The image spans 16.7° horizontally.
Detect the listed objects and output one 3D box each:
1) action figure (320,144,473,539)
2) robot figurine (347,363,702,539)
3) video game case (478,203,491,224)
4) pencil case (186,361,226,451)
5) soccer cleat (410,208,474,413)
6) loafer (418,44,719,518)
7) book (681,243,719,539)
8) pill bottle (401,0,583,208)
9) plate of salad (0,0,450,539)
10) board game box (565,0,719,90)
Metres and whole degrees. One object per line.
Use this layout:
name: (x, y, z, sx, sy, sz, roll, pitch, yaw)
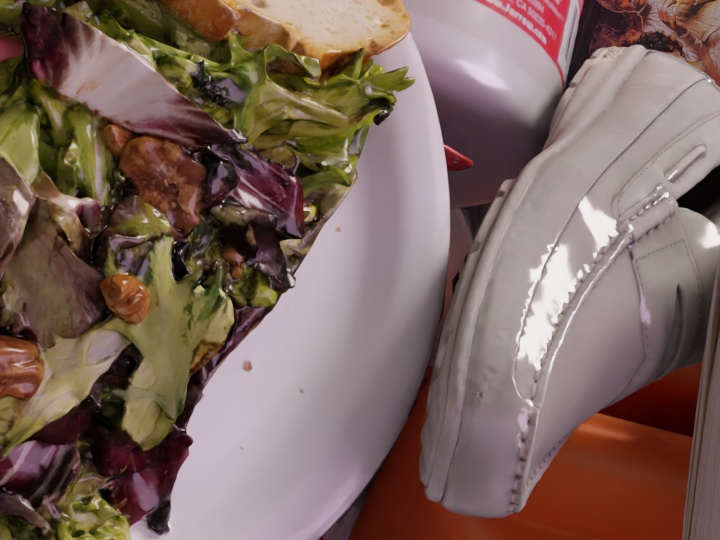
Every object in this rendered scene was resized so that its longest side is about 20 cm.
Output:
action figure: (-0.013, 0.061, 0.683, 0.099, 0.065, 0.201, 26, 89, -34)
robot figurine: (0.057, 0.088, 0.772, 0.116, 0.144, 0.200, -21, 156, -27)
video game case: (0.073, -0.063, 0.954, 0.200, 0.017, 0.144, -42, 129, -69)
pencil case: (-0.055, -0.049, 0.635, 0.086, 0.082, 0.202, 33, 67, -62)
soccer cleat: (0.000, 0.000, 0.802, 0.200, 0.068, 0.086, 27, 67, -69)
loafer: (0.069, 0.001, 0.654, 0.200, 0.069, 0.070, -56, 163, -51)
book: (0.150, 0.028, 0.712, 0.200, 0.048, 0.135, -33, 137, -54)
pill bottle: (0.022, -0.130, 0.750, 0.112, 0.111, 0.202, 52, 47, -59)
plate of salad: (-0.060, -0.017, 0.557, 0.199, 0.048, 0.202, 2, 85, -30)
board game box: (0.147, -0.133, 0.783, 0.035, 0.134, 0.202, -158, -95, -79)
